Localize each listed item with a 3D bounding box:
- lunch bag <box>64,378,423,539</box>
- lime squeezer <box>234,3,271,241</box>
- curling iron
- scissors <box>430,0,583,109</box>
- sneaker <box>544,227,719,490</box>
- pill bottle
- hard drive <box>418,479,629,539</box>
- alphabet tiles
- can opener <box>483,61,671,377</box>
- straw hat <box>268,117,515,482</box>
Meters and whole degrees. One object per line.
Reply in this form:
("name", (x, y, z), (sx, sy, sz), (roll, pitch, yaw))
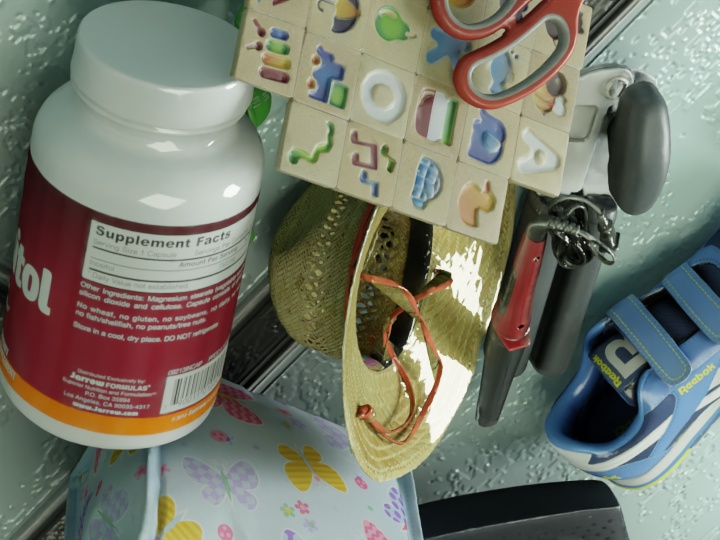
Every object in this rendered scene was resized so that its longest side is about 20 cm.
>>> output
("lunch bag", (-0.062, 0.155, 1.291), (0.169, 0.200, 0.127), (22, 114, -18))
("lime squeezer", (-0.043, -0.100, 1.245), (0.071, 0.038, 0.200), (-12, 136, -55))
("curling iron", (0.089, 0.029, 1.326), (0.049, 0.026, 0.200), (15, 141, -5))
("scissors", (0.118, -0.153, 1.231), (0.200, 0.014, 0.073), (-34, 101, -17))
("sneaker", (0.177, 0.040, 1.397), (0.082, 0.074, 0.200), (14, 118, -44))
("pill bottle", (-0.108, -0.023, 1.216), (0.113, 0.113, 0.201), (0, 124, -22))
("hard drive", (0.062, 0.185, 1.461), (0.199, 0.042, 0.135), (-13, 130, 7))
("alphabet tiles", (0.028, -0.109, 1.205), (0.200, 0.006, 0.167), (18, 76, -34))
("can opener", (0.116, -0.018, 1.340), (0.053, 0.067, 0.201), (0, 125, -22))
("straw hat", (0.000, 0.000, 1.290), (0.201, 0.085, 0.202), (-41, 139, -49))
